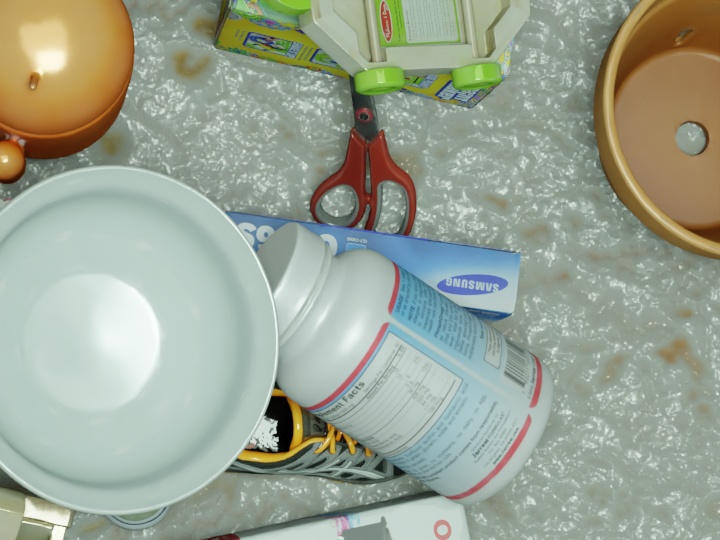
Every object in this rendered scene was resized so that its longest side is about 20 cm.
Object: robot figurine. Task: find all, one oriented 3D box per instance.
[{"bbox_3d":[-0.202,-0.137,1.448,0.143,0.200,0.117,-34,90,-10],"label":"robot figurine"}]

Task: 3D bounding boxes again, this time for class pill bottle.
[{"bbox_3d":[0.017,0.056,1.432,0.199,0.109,0.109,34,79,-19],"label":"pill bottle"}]

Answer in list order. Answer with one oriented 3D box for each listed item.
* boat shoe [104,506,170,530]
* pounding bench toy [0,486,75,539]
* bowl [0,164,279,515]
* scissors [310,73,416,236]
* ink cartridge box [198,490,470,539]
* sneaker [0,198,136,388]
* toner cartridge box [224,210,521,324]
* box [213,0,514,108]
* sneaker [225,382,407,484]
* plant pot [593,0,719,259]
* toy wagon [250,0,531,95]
[{"bbox_3d":[-0.170,0.074,1.499,0.071,0.062,0.202,-15,86,-10],"label":"boat shoe"},{"bbox_3d":[-0.254,0.209,1.401,0.123,0.200,0.157,14,81,-7],"label":"pounding bench toy"},{"bbox_3d":[-0.155,0.043,1.351,0.199,0.090,0.203,1,86,-20],"label":"bowl"},{"bbox_3d":[0.010,-0.095,1.503,0.072,0.201,0.014,13,41,3],"label":"scissors"},{"bbox_3d":[-0.019,0.234,1.496,0.198,0.083,0.147,-11,86,-10],"label":"ink cartridge box"},{"bbox_3d":[-0.185,0.036,1.425,0.200,0.081,0.088,43,70,-5],"label":"sneaker"},{"bbox_3d":[0.000,0.000,1.519,0.198,0.095,0.044,8,83,-8],"label":"toner cartridge box"},{"bbox_3d":[0.017,-0.236,1.534,0.191,0.122,0.202,13,81,-7],"label":"box"},{"bbox_3d":[-0.023,0.105,1.513,0.198,0.077,0.079,-5,83,-11],"label":"sneaker"},{"bbox_3d":[0.245,-0.100,1.546,0.198,0.140,0.202,1,84,-8],"label":"plant pot"},{"bbox_3d":[0.012,-0.189,1.425,0.198,0.040,0.157,-5,84,-23],"label":"toy wagon"}]
